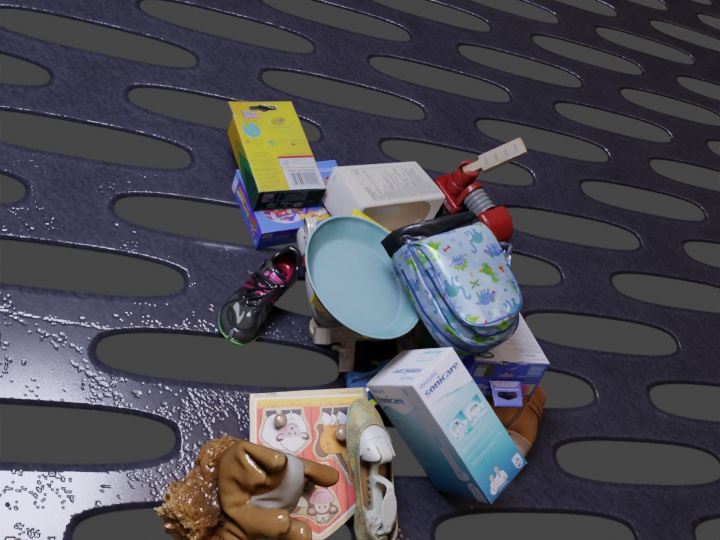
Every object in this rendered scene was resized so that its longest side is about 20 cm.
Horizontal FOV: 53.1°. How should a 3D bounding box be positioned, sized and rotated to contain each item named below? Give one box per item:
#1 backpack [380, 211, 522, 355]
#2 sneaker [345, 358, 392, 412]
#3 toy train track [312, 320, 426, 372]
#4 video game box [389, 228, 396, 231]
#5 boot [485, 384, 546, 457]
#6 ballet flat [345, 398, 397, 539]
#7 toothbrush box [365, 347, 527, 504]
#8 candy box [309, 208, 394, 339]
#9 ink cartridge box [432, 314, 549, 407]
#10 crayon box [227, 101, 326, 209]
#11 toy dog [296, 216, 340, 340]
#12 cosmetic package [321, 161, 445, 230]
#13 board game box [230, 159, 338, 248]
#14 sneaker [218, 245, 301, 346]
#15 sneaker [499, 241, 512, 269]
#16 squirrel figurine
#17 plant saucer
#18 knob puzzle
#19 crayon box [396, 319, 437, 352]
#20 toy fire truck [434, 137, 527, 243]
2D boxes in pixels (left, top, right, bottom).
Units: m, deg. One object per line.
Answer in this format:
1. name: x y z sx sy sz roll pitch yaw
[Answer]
1. backpack: 0.143 0.021 1.024 0.161 0.153 0.204 -12 84 -28
2. sneaker: 0.067 0.163 1.129 0.197 0.066 0.079 -11 64 -30
3. toy train track: 0.023 0.095 1.089 0.197 0.032 0.117 -1 95 -31
4. video game box: 0.087 -0.013 1.232 0.197 0.047 0.183 -2 37 -32
5. boot: 0.212 0.202 1.152 0.201 0.073 0.155 49 54 -16
6. ballet flat: 0.021 0.276 0.978 0.069 0.071 0.204 2 76 -23
7. toothbrush box: 0.117 0.215 1.017 0.085 0.146 0.201 -39 99 -25
8. candy box: 0.000 0.000 1.093 0.101 0.026 0.202 30 46 -9
9. ink cartridge box: 0.197 0.119 1.111 0.134 0.077 0.201 5 35 -21
10. crayon box: -0.149 -0.201 1.234 0.125 0.051 0.203 -6 60 -28
11. toy dog: -0.042 0.014 1.151 0.094 0.132 0.204 -4 78 -16
12. cosmetic package: 0.041 -0.127 1.255 0.198 0.072 0.106 -9 52 -39
13. board game box: -0.110 -0.119 1.258 0.197 0.045 0.136 -10 62 -31
14. sneaker: -0.153 0.030 1.107 0.076 0.084 0.201 31 50 -1
15. sneaker: 0.164 -0.015 1.151 0.197 0.082 0.074 0 21 -33
16. squirrel figurine: -0.152 0.311 0.894 0.197 0.141 0.190 9 74 28
17. plant saucer: 0.001 0.014 1.039 0.197 0.036 0.203 18 51 -24
18. knob puzzle: -0.063 0.265 0.994 0.215 0.030 0.224 6 68 -15
19. crayon box: 0.136 0.103 1.214 0.196 0.052 0.128 8 54 -21
20. toy fire truck: 0.229 -0.132 1.325 0.127 0.201 0.178 -18 66 -33
